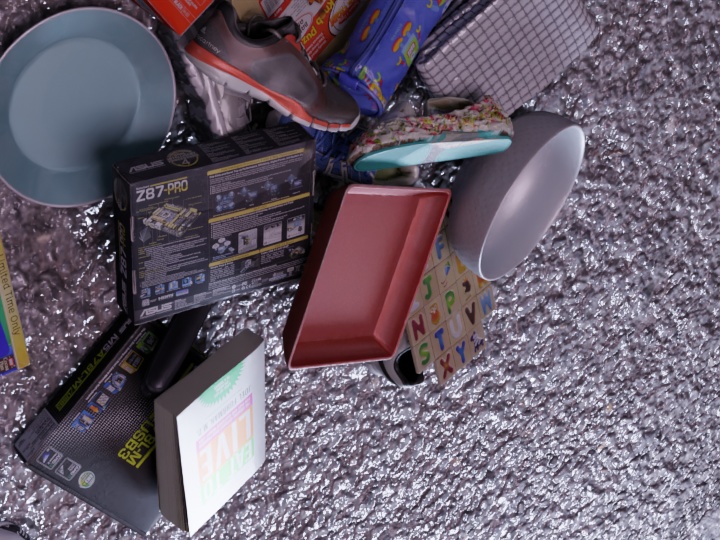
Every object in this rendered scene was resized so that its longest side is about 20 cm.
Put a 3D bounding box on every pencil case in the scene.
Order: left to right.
[{"bbox_3d":[0.035,-0.254,1.654,0.201,0.078,0.087,-60,164,-10],"label":"pencil case"}]

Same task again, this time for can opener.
[{"bbox_3d":[-0.174,0.040,1.683,0.078,0.063,0.201,23,74,-2],"label":"can opener"}]

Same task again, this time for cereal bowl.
[{"bbox_3d":[0.162,-0.094,1.838,0.200,0.083,0.201,-43,155,-27],"label":"cereal bowl"}]

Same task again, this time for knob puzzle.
[{"bbox_3d":[-0.046,-0.258,1.643,0.219,0.030,0.221,-26,127,-41],"label":"knob puzzle"}]

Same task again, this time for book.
[{"bbox_3d":[-0.154,0.168,1.729,0.133,0.048,0.201,-40,149,-32],"label":"book"}]

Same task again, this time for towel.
[{"bbox_3d":[0.140,-0.248,1.755,0.200,0.086,0.166,-43,140,-1],"label":"towel"}]

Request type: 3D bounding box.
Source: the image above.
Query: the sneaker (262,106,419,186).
[{"bbox_3d":[-0.018,-0.131,1.703,0.199,0.077,0.076,16,90,-45],"label":"sneaker"}]

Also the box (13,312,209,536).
[{"bbox_3d":[-0.235,0.161,1.745,0.200,0.047,0.193,-50,131,-3],"label":"box"}]

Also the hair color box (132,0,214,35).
[{"bbox_3d":[-0.134,-0.319,1.506,0.200,0.101,0.061,-47,132,-5],"label":"hair color box"}]

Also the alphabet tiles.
[{"bbox_3d":[0.098,0.019,1.866,0.166,0.006,0.201,-35,120,-44],"label":"alphabet tiles"}]

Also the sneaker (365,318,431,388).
[{"bbox_3d":[0.056,0.041,1.864,0.073,0.080,0.201,-11,119,-28],"label":"sneaker"}]

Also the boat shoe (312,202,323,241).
[{"bbox_3d":[-0.051,-0.037,1.746,0.199,0.073,0.063,24,97,-42],"label":"boat shoe"}]

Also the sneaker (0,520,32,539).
[{"bbox_3d":[-0.342,0.344,1.727,0.075,0.115,0.200,-42,132,-8],"label":"sneaker"}]

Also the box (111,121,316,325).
[{"bbox_3d":[-0.140,-0.046,1.599,0.199,0.049,0.162,-17,130,-26],"label":"box"}]

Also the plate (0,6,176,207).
[{"bbox_3d":[-0.268,-0.155,1.556,0.199,0.026,0.201,-17,124,-26],"label":"plate"}]

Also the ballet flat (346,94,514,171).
[{"bbox_3d":[0.065,-0.143,1.680,0.199,0.064,0.076,-9,161,-31],"label":"ballet flat"}]

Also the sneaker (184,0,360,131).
[{"bbox_3d":[-0.067,-0.194,1.558,0.199,0.077,0.082,20,106,-39],"label":"sneaker"}]

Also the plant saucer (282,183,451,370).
[{"bbox_3d":[0.000,0.000,1.708,0.200,0.037,0.201,-2,115,-57],"label":"plant saucer"}]

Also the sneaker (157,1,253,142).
[{"bbox_3d":[-0.126,-0.168,1.615,0.082,0.075,0.201,-31,129,-17],"label":"sneaker"}]

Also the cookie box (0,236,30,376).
[{"bbox_3d":[-0.423,0.041,1.523,0.199,0.075,0.172,-23,126,-24],"label":"cookie box"}]
